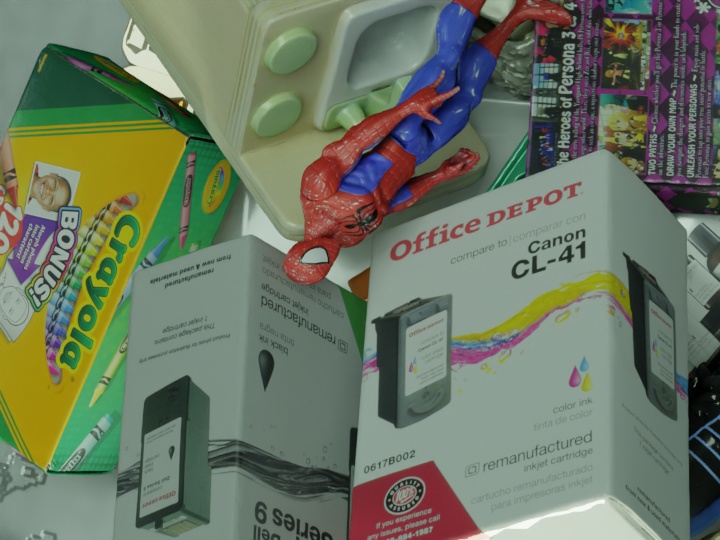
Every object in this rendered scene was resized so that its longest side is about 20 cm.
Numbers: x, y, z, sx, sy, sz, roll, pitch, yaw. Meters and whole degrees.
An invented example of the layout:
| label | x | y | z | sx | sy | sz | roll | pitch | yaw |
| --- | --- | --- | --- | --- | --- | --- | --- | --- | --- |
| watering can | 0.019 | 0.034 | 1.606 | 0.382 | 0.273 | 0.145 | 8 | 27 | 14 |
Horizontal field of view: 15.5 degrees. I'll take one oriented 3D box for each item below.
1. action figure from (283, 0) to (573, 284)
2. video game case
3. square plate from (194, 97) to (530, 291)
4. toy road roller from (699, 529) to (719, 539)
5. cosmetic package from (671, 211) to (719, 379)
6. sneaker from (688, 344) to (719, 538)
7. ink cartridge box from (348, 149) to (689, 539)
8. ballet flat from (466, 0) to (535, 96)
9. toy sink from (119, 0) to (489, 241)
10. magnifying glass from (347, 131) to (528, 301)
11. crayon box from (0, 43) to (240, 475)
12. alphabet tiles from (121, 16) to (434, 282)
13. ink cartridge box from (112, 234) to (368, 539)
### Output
| label | x | y | z | sx | sy | sz | roll | pitch | yaw |
| --- | --- | --- | --- | --- | --- | --- | --- | --- | --- |
| action figure | 0.029 | -0.070 | 1.300 | 0.052 | 0.066 | 0.200 | 32 | 74 | 33 |
| video game case | 0.179 | -0.123 | 1.360 | 0.180 | 0.036 | 0.201 | 3 | 66 | 3 |
| square plate | 0.000 | 0.000 | 1.426 | 0.199 | 0.028 | 0.199 | 7 | 87 | 9 |
| toy road roller | 0.244 | 0.214 | 1.300 | 0.145 | 0.123 | 0.201 | -14 | 83 | -1 |
| cosmetic package | 0.136 | 0.045 | 1.370 | 0.082 | 0.051 | 0.200 | 42 | 91 | 4 |
| sneaker | 0.174 | 0.079 | 1.321 | 0.199 | 0.070 | 0.078 | -17 | 107 | -20 |
| ink cartridge box | 0.078 | 0.061 | 1.278 | 0.147 | 0.086 | 0.201 | -20 | 49 | 28 |
| ballet flat | 0.043 | -0.179 | 1.433 | 0.072 | 0.072 | 0.200 | -46 | 73 | 5 |
| toy sink | -0.024 | -0.136 | 1.361 | 0.130 | 0.112 | 0.200 | -19 | 58 | -25 |
| magnifying glass | 0.083 | -0.036 | 1.386 | 0.199 | 0.022 | 0.080 | -32 | 65 | 9 |
| crayon box | -0.152 | -0.005 | 1.427 | 0.119 | 0.058 | 0.201 | 32 | 104 | 33 |
| alphabet tiles | -0.050 | -0.069 | 1.462 | 0.195 | 0.015 | 0.201 | 16 | 86 | 10 |
| ink cartridge box | -0.043 | 0.107 | 1.297 | 0.084 | 0.146 | 0.201 | -17 | 59 | 34 |
